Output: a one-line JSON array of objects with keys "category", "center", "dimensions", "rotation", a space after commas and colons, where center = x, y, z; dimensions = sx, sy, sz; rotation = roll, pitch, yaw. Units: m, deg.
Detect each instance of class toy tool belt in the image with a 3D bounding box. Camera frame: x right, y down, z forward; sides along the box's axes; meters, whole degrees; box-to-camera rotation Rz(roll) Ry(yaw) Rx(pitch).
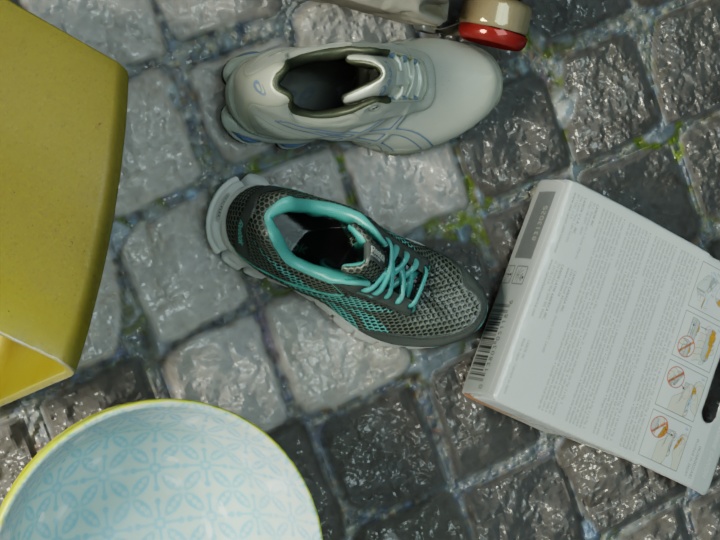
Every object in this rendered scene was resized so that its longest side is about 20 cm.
[{"category": "toy tool belt", "center": [0.031, -0.222, 1.046], "dimensions": [0.199, 0.125, 0.124], "rotation": [12, 94, -21]}]

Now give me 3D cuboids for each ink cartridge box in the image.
[{"category": "ink cartridge box", "center": [0.184, 0.047, 1.152], "dimensions": [0.199, 0.050, 0.163], "rotation": [26, 80, -28]}]

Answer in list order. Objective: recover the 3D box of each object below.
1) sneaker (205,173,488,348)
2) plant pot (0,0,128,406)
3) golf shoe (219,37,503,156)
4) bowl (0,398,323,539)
[{"category": "sneaker", "center": [0.000, 0.000, 1.048], "dimensions": [0.199, 0.091, 0.078], "rotation": [21, 83, -20]}, {"category": "plant pot", "center": [-0.237, -0.052, 0.912], "dimensions": [0.199, 0.200, 0.177], "rotation": [28, 68, -19]}, {"category": "golf shoe", "center": [0.013, -0.113, 1.052], "dimensions": [0.199, 0.097, 0.079], "rotation": [-9, 91, -23]}, {"category": "bowl", "center": [-0.132, 0.172, 0.987], "dimensions": [0.199, 0.108, 0.202], "rotation": [0, 91, -22]}]
